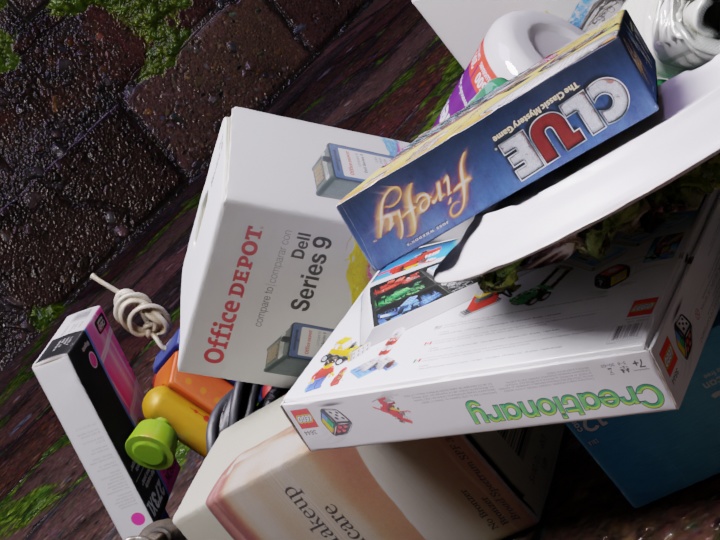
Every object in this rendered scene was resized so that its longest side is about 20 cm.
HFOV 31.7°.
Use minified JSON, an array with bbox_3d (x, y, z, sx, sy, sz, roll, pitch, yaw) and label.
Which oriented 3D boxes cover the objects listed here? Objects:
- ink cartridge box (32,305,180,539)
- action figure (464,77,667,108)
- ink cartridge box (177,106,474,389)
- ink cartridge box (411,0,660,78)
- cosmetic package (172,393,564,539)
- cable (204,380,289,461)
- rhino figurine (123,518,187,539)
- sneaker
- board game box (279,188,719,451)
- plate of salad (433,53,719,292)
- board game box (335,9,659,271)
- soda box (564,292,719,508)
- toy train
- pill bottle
[{"bbox_3d":[-0.183,0.135,0.974,0.037,0.201,0.095,-18,18,10],"label":"ink cartridge box"},{"bbox_3d":[0.157,-0.071,0.715,0.117,0.055,0.200,-26,32,-15],"label":"action figure"},{"bbox_3d":[0.000,0.000,0.755,0.088,0.198,0.146,-92,18,-47],"label":"ink cartridge box"},{"bbox_3d":[0.171,-0.201,1.009,0.144,0.200,0.147,-29,18,39],"label":"ink cartridge box"},{"bbox_3d":[0.003,0.114,0.714,0.199,0.103,0.087,-33,16,34],"label":"cosmetic package"},{"bbox_3d":[-0.058,0.102,0.879,0.201,0.050,0.164,-60,-11,-27],"label":"cable"},{"bbox_3d":[-0.186,0.249,0.889,0.200,0.060,0.087,-42,-5,0],"label":"rhino figurine"},{"bbox_3d":[0.185,-0.132,0.650,0.080,0.076,0.200,0,8,-23],"label":"sneaker"},{"bbox_3d":[0.069,0.022,0.588,0.199,0.035,0.126,-13,28,40],"label":"board game box"},{"bbox_3d":[0.120,-0.041,0.528,0.199,0.048,0.200,-32,6,4],"label":"plate of salad"},{"bbox_3d":[0.073,-0.068,0.599,0.135,0.035,0.200,-30,6,19],"label":"board game box"},{"bbox_3d":[0.186,0.027,0.554,0.199,0.068,0.064,-32,15,33],"label":"soda box"},{"bbox_3d":[-0.147,0.099,0.962,0.085,0.199,0.116,-45,14,42],"label":"toy train"},{"bbox_3d":[0.105,-0.086,0.947,0.201,0.112,0.113,-59,0,38],"label":"pill bottle"}]
